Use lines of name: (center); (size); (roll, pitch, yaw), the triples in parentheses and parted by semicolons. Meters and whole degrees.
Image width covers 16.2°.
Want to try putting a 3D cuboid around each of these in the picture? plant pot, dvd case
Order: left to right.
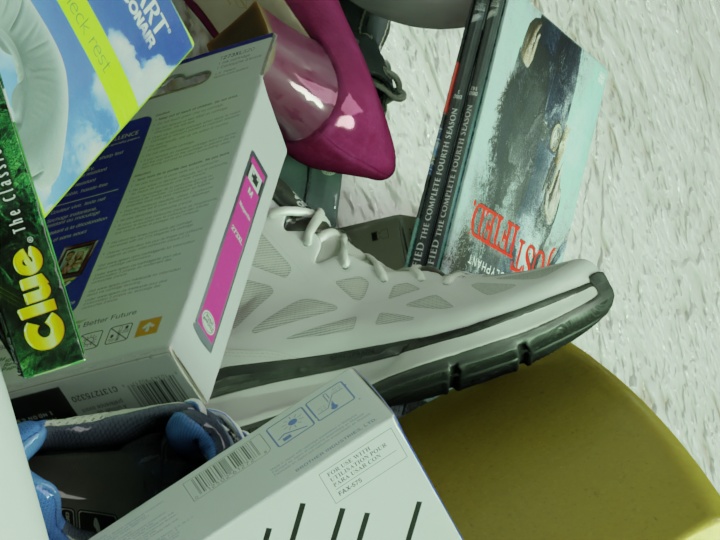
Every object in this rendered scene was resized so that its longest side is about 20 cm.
dvd case: (0.063, -0.018, 1.170); (0.146, 0.022, 0.201); (28, 77, -64)
plant pot: (0.077, 0.169, 1.035); (0.176, 0.200, 0.200); (19, -46, 65)

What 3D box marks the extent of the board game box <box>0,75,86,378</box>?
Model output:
board game box: (-0.121, -0.036, 0.772); (0.200, 0.023, 0.105); (-150, -135, -74)

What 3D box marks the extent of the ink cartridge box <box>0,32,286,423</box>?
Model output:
ink cartridge box: (-0.086, -0.014, 0.993); (0.037, 0.094, 0.200); (58, 29, -34)

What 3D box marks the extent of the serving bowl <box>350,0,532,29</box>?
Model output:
serving bowl: (0.007, -0.199, 1.162); (0.066, 0.200, 0.201); (-28, 105, -32)

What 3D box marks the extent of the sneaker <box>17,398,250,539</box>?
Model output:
sneaker: (-0.060, 0.088, 0.909); (0.200, 0.085, 0.077); (4, 59, -38)

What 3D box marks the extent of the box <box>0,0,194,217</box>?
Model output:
box: (-0.138, -0.088, 0.936); (0.122, 0.048, 0.200); (63, 40, -26)

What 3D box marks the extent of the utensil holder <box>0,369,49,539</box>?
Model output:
utensil holder: (-0.157, 0.107, 0.680); (0.170, 0.170, 0.201); (-3, 78, -66)

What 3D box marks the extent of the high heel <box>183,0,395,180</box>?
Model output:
high heel: (-0.038, -0.122, 1.159); (0.096, 0.067, 0.200); (38, 29, -39)

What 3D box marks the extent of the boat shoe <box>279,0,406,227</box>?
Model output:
boat shoe: (-0.012, -0.075, 1.205); (0.200, 0.062, 0.073); (-60, 162, -53)

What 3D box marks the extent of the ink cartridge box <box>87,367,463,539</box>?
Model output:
ink cartridge box: (-0.059, 0.128, 0.858); (0.094, 0.200, 0.044); (61, -7, -29)

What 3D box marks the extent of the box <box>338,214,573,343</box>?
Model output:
box: (0.032, 0.017, 1.255); (0.200, 0.082, 0.069); (4, 74, -63)

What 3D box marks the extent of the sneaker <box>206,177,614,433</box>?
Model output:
sneaker: (0.000, 0.000, 1.063); (0.076, 0.200, 0.116); (80, -7, -80)
